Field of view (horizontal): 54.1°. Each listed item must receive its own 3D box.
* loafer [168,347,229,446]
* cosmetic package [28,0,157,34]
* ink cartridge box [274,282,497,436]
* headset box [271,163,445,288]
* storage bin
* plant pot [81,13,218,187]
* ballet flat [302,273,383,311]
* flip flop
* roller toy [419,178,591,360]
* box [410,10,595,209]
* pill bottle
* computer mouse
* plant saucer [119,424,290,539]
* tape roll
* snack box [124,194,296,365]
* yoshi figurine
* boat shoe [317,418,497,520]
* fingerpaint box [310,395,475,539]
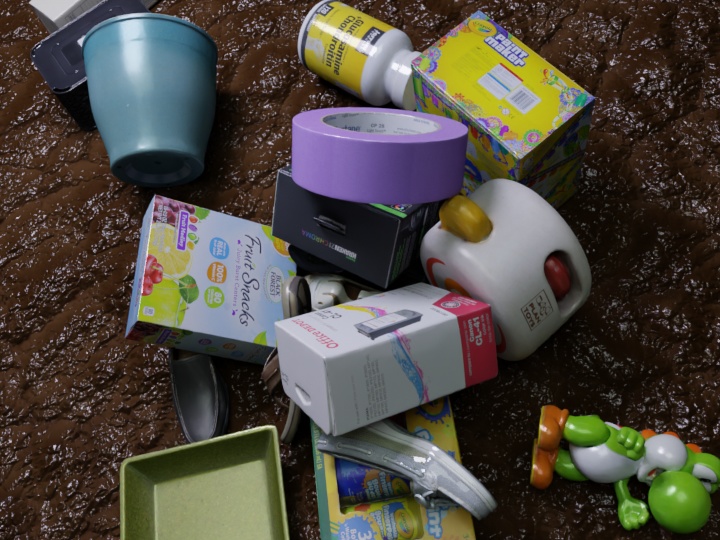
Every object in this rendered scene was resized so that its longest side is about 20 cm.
[{"bbox_3d":[-0.214,0.127,0.890,0.071,0.073,0.203,-18,61,0],"label":"loafer"},{"bbox_3d":[-0.454,-0.473,1.227,0.087,0.104,0.200,34,72,26],"label":"cosmetic package"},{"bbox_3d":[0.025,0.085,0.753,0.196,0.088,0.147,-13,15,-25],"label":"ink cartridge box"},{"bbox_3d":[0.005,-0.081,0.892,0.172,0.095,0.199,25,33,21],"label":"headset box"},{"bbox_3d":[-0.417,-0.347,1.160,0.199,0.094,0.136,-37,63,-10],"label":"storage bin"},{"bbox_3d":[-0.300,-0.233,1.035,0.195,0.200,0.193,-9,77,5],"label":"plant pot"},{"bbox_3d":[-0.009,0.036,0.906,0.196,0.063,0.069,14,64,17],"label":"ballet flat"},{"bbox_3d":[-0.089,0.105,0.831,0.056,0.205,0.081,2,20,6],"label":"flip flop"},{"bbox_3d":[0.161,0.003,0.820,0.139,0.201,0.183,-39,76,-11],"label":"roller toy"},{"bbox_3d":[0.176,-0.179,0.909,0.121,0.194,0.200,-37,63,-10],"label":"box"},{"bbox_3d":[0.009,-0.317,1.056,0.198,0.113,0.113,33,72,24],"label":"pill bottle"},{"bbox_3d":[0.000,0.000,0.906,0.195,0.059,0.035,14,80,4],"label":"computer mouse"},{"bbox_3d":[-0.173,0.301,0.808,0.195,0.048,0.204,-13,61,3],"label":"plant saucer"},{"bbox_3d":[0.021,-0.134,0.792,0.195,0.067,0.201,2,21,-1],"label":"tape roll"},{"bbox_3d":[-0.180,0.016,0.887,0.196,0.068,0.172,15,59,-28],"label":"snack box"},{"bbox_3d":[0.282,0.216,0.743,0.195,0.112,0.115,9,80,12],"label":"yoshi figurine"},{"bbox_3d":[0.045,0.201,0.724,0.199,0.075,0.066,25,75,26],"label":"boat shoe"},{"bbox_3d":[0.033,0.222,0.795,0.163,0.074,0.204,-10,62,4],"label":"fingerpaint box"}]
